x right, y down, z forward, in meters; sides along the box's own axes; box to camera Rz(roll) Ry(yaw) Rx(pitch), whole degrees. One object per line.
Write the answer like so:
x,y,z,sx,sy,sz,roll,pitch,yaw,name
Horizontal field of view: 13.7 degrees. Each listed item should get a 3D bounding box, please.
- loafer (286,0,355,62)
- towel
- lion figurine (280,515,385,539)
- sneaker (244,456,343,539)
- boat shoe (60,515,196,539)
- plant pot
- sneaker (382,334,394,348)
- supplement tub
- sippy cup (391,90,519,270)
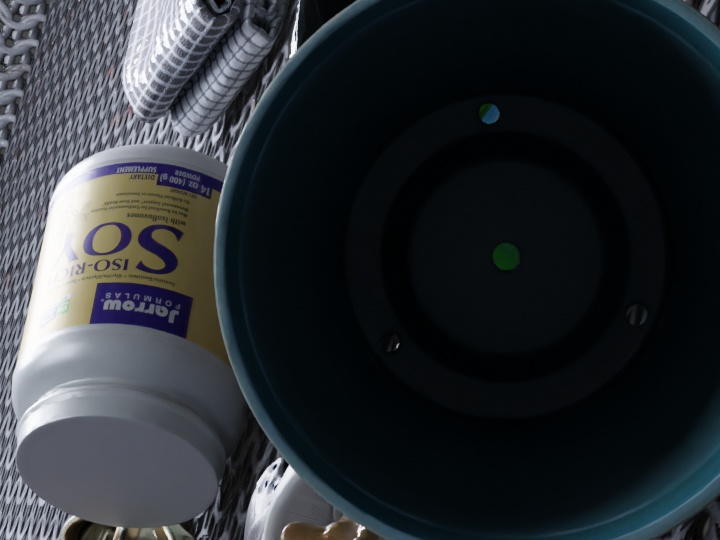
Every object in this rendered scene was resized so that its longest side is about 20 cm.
-0.006,-0.157,1.729,0.072,0.073,0.201,-122,52,-78,loafer
-0.104,-0.218,2.162,0.166,0.085,0.201,130,155,-56,towel
-0.014,0.209,1.317,0.122,0.072,0.201,144,130,-61,lion figurine
-0.017,0.106,1.423,0.112,0.073,0.200,-93,23,-52,sneaker
-0.150,0.170,1.869,0.200,0.076,0.072,-169,97,-77,boat shoe
0.055,-0.003,1.063,0.188,0.199,0.201,-3,-69,-88,plant pot
0.000,0.000,1.496,0.200,0.071,0.098,179,108,-78,sneaker
-0.133,0.040,1.820,0.145,0.145,0.201,124,159,-50,supplement tub
0.051,-0.051,1.257,0.178,0.139,0.131,2,64,64,sippy cup
